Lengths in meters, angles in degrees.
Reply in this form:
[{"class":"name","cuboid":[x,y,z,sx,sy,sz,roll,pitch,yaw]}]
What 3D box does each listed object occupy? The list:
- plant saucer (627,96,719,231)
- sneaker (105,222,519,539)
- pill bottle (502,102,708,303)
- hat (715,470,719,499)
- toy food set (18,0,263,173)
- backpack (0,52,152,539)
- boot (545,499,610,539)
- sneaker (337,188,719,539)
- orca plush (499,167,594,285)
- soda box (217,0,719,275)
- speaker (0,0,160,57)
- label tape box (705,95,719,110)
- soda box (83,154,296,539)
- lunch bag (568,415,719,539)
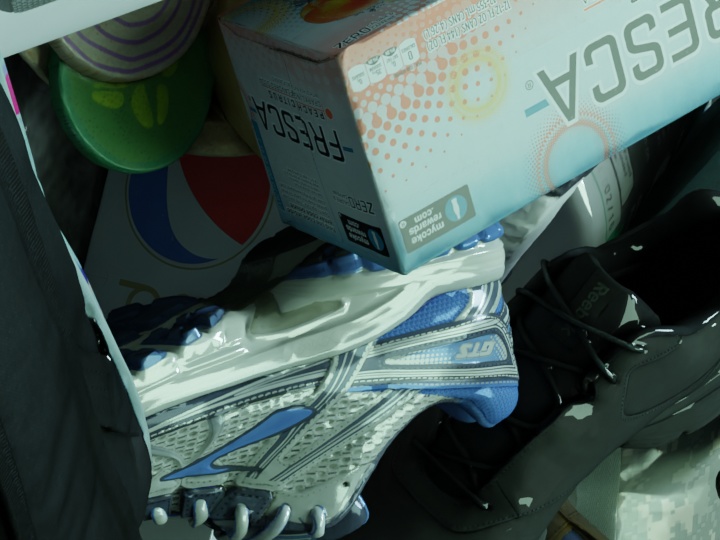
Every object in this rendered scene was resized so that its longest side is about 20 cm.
[{"class":"plant saucer","cuboid":[0.135,-0.030,0.961,0.201,0.039,0.201,-48,-176,5]},{"class":"sneaker","cuboid":[-0.037,0.048,0.718,0.200,0.077,0.085,-24,104,-18]},{"class":"pill bottle","cuboid":[0.071,-0.072,0.970,0.200,0.113,0.113,-52,147,-46]},{"class":"hat","cuboid":[0.180,-0.001,1.035,0.201,0.081,0.201,-57,-175,8]},{"class":"toy food set","cuboid":[-0.027,-0.121,0.703,0.198,0.049,0.200,8,100,-35]},{"class":"backpack","cuboid":[-0.132,0.033,0.502,0.200,0.150,0.178,85,26,-50]},{"class":"boot","cuboid":[0.003,0.139,0.873,0.200,0.097,0.075,-56,165,12]},{"class":"sneaker","cuboid":[0.053,0.040,0.802,0.200,0.076,0.091,-41,159,-26]},{"class":"orca plush","cuboid":[0.000,0.000,0.856,0.105,0.071,0.200,-38,170,-36]},{"class":"soda box","cuboid":[0.064,-0.077,0.709,0.200,0.064,0.068,-29,118,-23]},{"class":"speaker","cuboid":[-0.054,-0.104,0.606,0.200,0.081,0.081,-23,128,-29]},{"class":"label tape box","cuboid":[0.180,-0.147,1.251,0.200,0.063,0.144,-23,123,-62]},{"class":"soda box","cuboid":[-0.046,0.012,0.799,0.064,0.068,0.200,24,80,-67]},{"class":"lunch bag","cuboid":[0.125,0.059,1.161,0.200,0.117,0.164,-39,135,-63]}]
